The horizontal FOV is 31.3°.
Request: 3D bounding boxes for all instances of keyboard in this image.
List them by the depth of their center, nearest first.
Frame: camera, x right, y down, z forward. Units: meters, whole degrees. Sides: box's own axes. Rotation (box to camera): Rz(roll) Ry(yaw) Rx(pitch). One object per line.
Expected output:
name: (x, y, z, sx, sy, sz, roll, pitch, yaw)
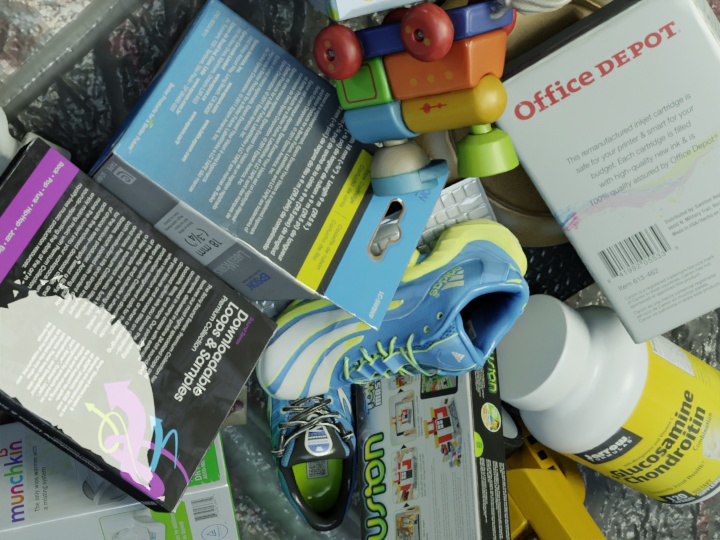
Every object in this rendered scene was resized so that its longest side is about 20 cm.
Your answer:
keyboard: (0.000, 0.000, 0.883, 0.200, 0.011, 0.056, -26, 118, 0)

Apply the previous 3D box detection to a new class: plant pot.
plant pot: (0.129, -0.115, 0.902, 0.200, 0.027, 0.200, -1, 95, -14)

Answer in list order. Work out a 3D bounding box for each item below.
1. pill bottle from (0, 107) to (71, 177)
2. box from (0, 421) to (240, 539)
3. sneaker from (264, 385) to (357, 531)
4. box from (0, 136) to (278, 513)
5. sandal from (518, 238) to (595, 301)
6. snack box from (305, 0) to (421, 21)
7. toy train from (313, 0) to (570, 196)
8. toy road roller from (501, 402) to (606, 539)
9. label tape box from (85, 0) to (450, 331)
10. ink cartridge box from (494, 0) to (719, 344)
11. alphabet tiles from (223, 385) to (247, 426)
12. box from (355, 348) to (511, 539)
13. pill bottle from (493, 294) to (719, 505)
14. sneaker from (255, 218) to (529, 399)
pill bottle: (-0.294, -0.077, 0.810, 0.200, 0.110, 0.110, 25, 102, -18)
box: (-0.172, 0.195, 0.899, 0.176, 0.097, 0.200, -11, 134, -6)
sneaker: (-0.033, 0.098, 0.934, 0.078, 0.089, 0.200, -12, 108, -8)
box: (-0.161, 0.036, 0.786, 0.200, 0.036, 0.143, 39, 63, -20)
sandal: (0.134, -0.009, 0.960, 0.200, 0.048, 0.075, -19, 110, -17)
snack box: (0.062, -0.212, 0.819, 0.200, 0.142, 0.053, -15, 111, -6)
toy train: (0.071, -0.108, 0.766, 0.085, 0.200, 0.116, -26, 107, -46)
toy road roller: (0.117, 0.190, 0.947, 0.146, 0.200, 0.123, 16, 124, -48)
label tape box: (-0.057, -0.060, 0.839, 0.200, 0.063, 0.144, 36, 57, -15)
ink cartridge box: (0.195, -0.076, 0.835, 0.146, 0.083, 0.200, -28, 104, 24)
alphabet tiles: (-0.166, 0.056, 0.938, 0.166, 0.006, 0.200, -2, 109, -11)
box: (0.048, 0.136, 0.894, 0.110, 0.200, 0.035, -22, 149, 39)
pill bottle: (0.188, 0.093, 0.946, 0.200, 0.112, 0.112, 28, 101, -32)
sneaker: (0.023, 0.037, 0.840, 0.200, 0.105, 0.076, -32, 116, 3)
